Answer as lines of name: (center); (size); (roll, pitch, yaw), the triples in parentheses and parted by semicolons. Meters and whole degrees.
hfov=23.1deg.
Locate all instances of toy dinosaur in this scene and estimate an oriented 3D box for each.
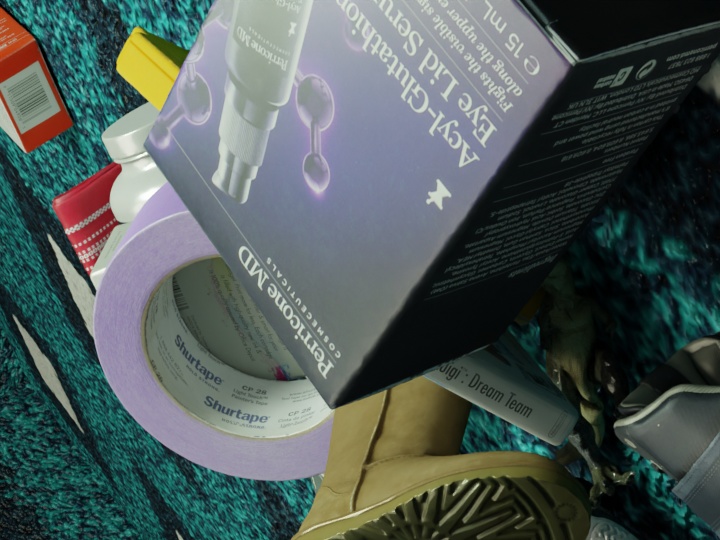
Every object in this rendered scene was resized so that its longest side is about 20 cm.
toy dinosaur: (0.115, 0.063, 0.890); (0.201, 0.047, 0.089); (75, 171, -46)

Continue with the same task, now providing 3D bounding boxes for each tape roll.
tape roll: (-0.064, 0.033, 1.101); (0.066, 0.198, 0.202); (-71, -38, -57)

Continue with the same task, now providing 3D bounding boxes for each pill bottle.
pill bottle: (-0.107, -0.025, 1.269); (0.202, 0.112, 0.112); (65, 163, -18)

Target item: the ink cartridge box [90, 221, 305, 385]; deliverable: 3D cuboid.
ink cartridge box: (-0.064, 0.009, 1.168); (0.067, 0.198, 0.117); (-72, -37, -57)

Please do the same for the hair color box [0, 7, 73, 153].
hair color box: (-0.379, -0.217, 1.824); (0.200, 0.064, 0.112); (40, 157, 46)

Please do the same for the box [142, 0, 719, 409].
box: (0.023, -0.070, 0.679); (0.148, 0.104, 0.201); (51, 134, 21)

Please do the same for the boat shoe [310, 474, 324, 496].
boat shoe: (-0.007, 0.216, 1.251); (0.073, 0.061, 0.202); (29, 140, 68)

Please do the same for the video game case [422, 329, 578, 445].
video game case: (0.000, 0.000, 0.859); (0.181, 0.024, 0.200); (29, -169, -23)

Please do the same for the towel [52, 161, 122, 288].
towel: (-0.132, -0.004, 1.333); (0.022, 0.144, 0.202); (-1, 120, 57)

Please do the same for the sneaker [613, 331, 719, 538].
sneaker: (0.165, 0.108, 0.733); (0.146, 0.077, 0.203); (41, 149, 17)

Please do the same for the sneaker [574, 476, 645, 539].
sneaker: (0.144, 0.172, 0.958); (0.199, 0.076, 0.114); (38, -174, 4)

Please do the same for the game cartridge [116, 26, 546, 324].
game cartridge: (-0.016, -0.051, 0.902); (0.199, 0.033, 0.176); (25, -168, -44)

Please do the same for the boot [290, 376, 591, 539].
boot: (0.047, 0.076, 0.921); (0.067, 0.173, 0.201); (61, -152, -28)
